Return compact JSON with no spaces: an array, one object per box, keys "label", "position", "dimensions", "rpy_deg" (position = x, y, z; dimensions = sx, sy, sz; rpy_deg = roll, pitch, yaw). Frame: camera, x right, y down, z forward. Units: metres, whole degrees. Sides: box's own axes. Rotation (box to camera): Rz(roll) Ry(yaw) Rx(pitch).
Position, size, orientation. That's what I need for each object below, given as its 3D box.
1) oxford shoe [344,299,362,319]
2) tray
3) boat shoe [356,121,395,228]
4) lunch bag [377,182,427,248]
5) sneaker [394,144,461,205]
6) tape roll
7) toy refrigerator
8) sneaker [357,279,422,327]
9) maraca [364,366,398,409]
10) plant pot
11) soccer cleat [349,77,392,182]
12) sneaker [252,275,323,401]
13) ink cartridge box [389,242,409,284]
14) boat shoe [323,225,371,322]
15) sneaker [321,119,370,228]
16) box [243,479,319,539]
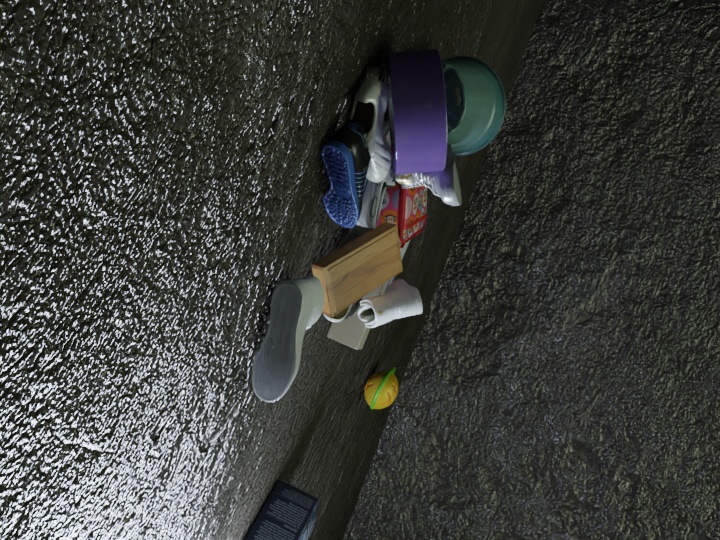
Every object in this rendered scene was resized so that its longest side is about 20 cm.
[{"label":"oxford shoe","position":[0.000,0.000,1.495],"dimensions":[0.085,0.072,0.201],"rpy_deg":[81,32,-64]},{"label":"tray","position":[-0.001,-0.005,1.339],"dimensions":[0.200,0.037,0.099],"rpy_deg":[-31,123,-38]},{"label":"boat shoe","position":[0.037,-0.175,1.366],"dimensions":[0.074,0.066,0.201],"rpy_deg":[-16,127,-75]},{"label":"lunch bag","position":[0.086,-0.132,1.537],"dimensions":[0.200,0.081,0.177],"rpy_deg":[-36,131,-66]},{"label":"sneaker","position":[0.120,-0.163,1.320],"dimensions":[0.200,0.115,0.074],"rpy_deg":[-85,162,-62]},{"label":"tape roll","position":[0.091,-0.264,1.218],"dimensions":[0.200,0.084,0.201],"rpy_deg":[175,-90,-90]},{"label":"toy refrigerator","position":[0.002,0.068,1.610],"dimensions":[0.070,0.076,0.201],"rpy_deg":[24,87,-78]},{"label":"sneaker","position":[0.045,0.066,1.473],"dimensions":[0.200,0.115,0.074],"rpy_deg":[176,-100,-80]},{"label":"maraca","position":[0.074,0.385,2.394],"dimensions":[0.138,0.107,0.200],"rpy_deg":[-63,170,14]},{"label":"plant pot","position":[0.163,-0.324,1.414],"dimensions":[0.196,0.199,0.201],"rpy_deg":[-19,130,-65]},{"label":"soccer cleat","position":[0.012,-0.221,1.197],"dimensions":[0.078,0.069,0.201],"rpy_deg":[-53,154,-38]},{"label":"sneaker","position":[-0.107,0.106,1.165],"dimensions":[0.116,0.073,0.201],"rpy_deg":[-23,132,-69]},{"label":"ink cartridge box","position":[0.077,-0.052,1.820],"dimensions":[0.199,0.047,0.200],"rpy_deg":[-65,166,-10]},{"label":"boat shoe","position":[-0.025,0.003,1.413],"dimensions":[0.068,0.074,0.201],"rpy_deg":[118,-3,-79]},{"label":"sneaker","position":[-0.016,-0.152,1.169],"dimensions":[0.078,0.070,0.200],"rpy_deg":[-54,161,-28]},{"label":"box","position":[-0.185,0.602,1.622],"dimensions":[0.149,0.107,0.200],"rpy_deg":[100,17,-46]}]
